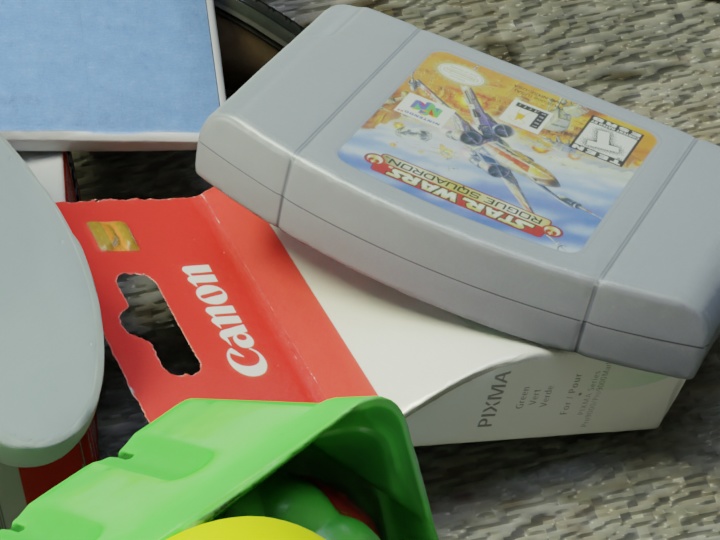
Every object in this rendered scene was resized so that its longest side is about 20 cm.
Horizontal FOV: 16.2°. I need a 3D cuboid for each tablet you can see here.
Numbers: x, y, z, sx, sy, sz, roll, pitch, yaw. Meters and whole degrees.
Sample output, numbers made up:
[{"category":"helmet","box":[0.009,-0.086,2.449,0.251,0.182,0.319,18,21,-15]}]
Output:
[{"category":"tablet","box":[-0.126,-0.136,1.028,0.129,0.014,0.201,0,63,-17]}]

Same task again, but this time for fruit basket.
[{"category":"fruit basket","box":[-0.042,0.131,0.739,0.214,0.156,0.216,-12,29,7]}]

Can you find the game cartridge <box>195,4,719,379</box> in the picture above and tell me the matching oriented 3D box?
[{"category":"game cartridge","box":[0.048,-0.031,0.928,0.199,0.042,0.133,23,29,12]}]

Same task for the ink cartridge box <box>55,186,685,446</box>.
[{"category":"ink cartridge box","box":[0.000,0.000,0.931,0.199,0.050,0.161,0,36,-28]}]

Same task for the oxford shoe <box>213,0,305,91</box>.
[{"category":"oxford shoe","box":[-0.095,-0.093,1.077,0.199,0.073,0.085,20,88,0]}]

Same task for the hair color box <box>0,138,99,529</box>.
[{"category":"hair color box","box":[-0.159,0.020,0.957,0.110,0.064,0.200,-9,39,-3]}]

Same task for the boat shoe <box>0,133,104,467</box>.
[{"category":"boat shoe","box":[-0.158,-0.010,0.892,0.074,0.086,0.202,-25,74,-29]}]
